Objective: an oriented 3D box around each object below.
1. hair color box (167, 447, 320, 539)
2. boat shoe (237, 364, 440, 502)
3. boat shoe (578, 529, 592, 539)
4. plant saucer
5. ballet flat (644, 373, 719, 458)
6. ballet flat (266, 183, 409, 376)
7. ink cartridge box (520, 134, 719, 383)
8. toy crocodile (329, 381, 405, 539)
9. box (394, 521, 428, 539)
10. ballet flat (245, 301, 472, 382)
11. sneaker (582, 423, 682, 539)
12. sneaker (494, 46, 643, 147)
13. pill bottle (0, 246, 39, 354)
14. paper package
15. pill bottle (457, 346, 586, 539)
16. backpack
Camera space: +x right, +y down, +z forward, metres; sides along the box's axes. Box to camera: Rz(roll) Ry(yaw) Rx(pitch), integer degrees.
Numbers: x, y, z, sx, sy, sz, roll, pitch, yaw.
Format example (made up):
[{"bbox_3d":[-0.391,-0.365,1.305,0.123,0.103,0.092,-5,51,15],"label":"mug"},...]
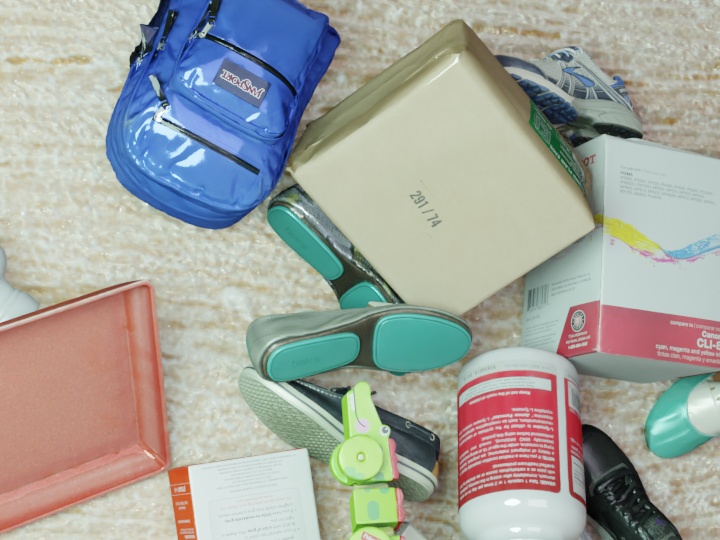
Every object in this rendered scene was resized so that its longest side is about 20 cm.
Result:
[{"bbox_3d":[-0.090,0.258,1.315,0.110,0.064,0.202,-5,82,-25],"label":"hair color box"},{"bbox_3d":[-0.016,0.131,1.362,0.199,0.075,0.063,29,59,-9],"label":"boat shoe"},{"bbox_3d":[0.208,0.294,1.440,0.071,0.070,0.202,-19,87,-44],"label":"boat shoe"},{"bbox_3d":[-0.253,0.108,1.235,0.199,0.037,0.201,-20,130,-25],"label":"plant saucer"},{"bbox_3d":[0.363,0.116,1.525,0.199,0.070,0.068,-30,94,-24],"label":"ballet flat"},{"bbox_3d":[0.000,0.000,1.396,0.072,0.072,0.201,-42,100,-23],"label":"ballet flat"},{"bbox_3d":[0.247,-0.007,1.456,0.144,0.145,0.202,8,78,-21],"label":"ink cartridge box"},{"bbox_3d":[0.011,0.191,1.279,0.061,0.068,0.202,-3,74,-9],"label":"toy crocodile"},{"bbox_3d":[0.070,0.313,1.357,0.200,0.095,0.078,45,69,-8],"label":"box"},{"bbox_3d":[-0.002,0.052,1.333,0.199,0.064,0.068,-5,124,-20],"label":"ballet flat"},{"bbox_3d":[0.260,0.231,1.453,0.075,0.087,0.201,-29,93,-24],"label":"sneaker"},{"bbox_3d":[0.185,-0.175,1.497,0.199,0.077,0.086,17,59,-38],"label":"sneaker"},{"bbox_3d":[-0.351,-0.011,1.227,0.200,0.104,0.104,42,68,-11],"label":"pill bottle"},{"bbox_3d":[0.074,-0.082,1.343,0.200,0.190,0.104,48,25,-19],"label":"paper package"},{"bbox_3d":[0.141,0.178,1.371,0.112,0.112,0.201,14,58,-20],"label":"pill bottle"},{"bbox_3d":[-0.124,-0.147,1.315,0.162,0.168,0.201,27,76,-10],"label":"backpack"}]
